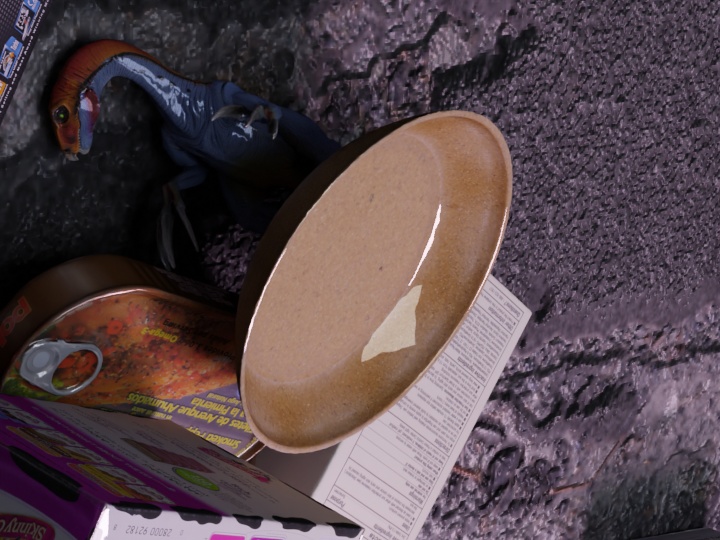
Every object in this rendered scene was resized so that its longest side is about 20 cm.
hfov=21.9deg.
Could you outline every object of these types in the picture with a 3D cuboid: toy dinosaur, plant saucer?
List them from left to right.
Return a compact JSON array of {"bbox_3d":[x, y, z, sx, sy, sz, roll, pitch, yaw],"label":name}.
[{"bbox_3d":[-0.079,-0.063,0.976,0.181,0.200,0.105,40,104,-17],"label":"toy dinosaur"},{"bbox_3d":[0.000,0.000,0.956,0.200,0.035,0.200,-36,145,-30],"label":"plant saucer"}]

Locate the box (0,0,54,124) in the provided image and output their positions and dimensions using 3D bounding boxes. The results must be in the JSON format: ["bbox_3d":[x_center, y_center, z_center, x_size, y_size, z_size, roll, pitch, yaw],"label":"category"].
[{"bbox_3d":[-0.174,-0.149,0.799,0.160,0.044,0.200,46,66,-77],"label":"box"}]

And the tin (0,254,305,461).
[{"bbox_3d":[-0.111,0.054,0.955,0.200,0.042,0.112,21,106,-51],"label":"tin"}]

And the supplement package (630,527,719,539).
[{"bbox_3d":[0.234,0.304,1.355,0.156,0.111,0.200,0,103,-44],"label":"supplement package"}]

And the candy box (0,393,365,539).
[{"bbox_3d":[-0.109,0.110,0.842,0.200,0.136,0.061,17,97,-56],"label":"candy box"}]

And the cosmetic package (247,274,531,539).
[{"bbox_3d":[0.008,0.080,1.086,0.105,0.071,0.200,42,73,-44],"label":"cosmetic package"}]
